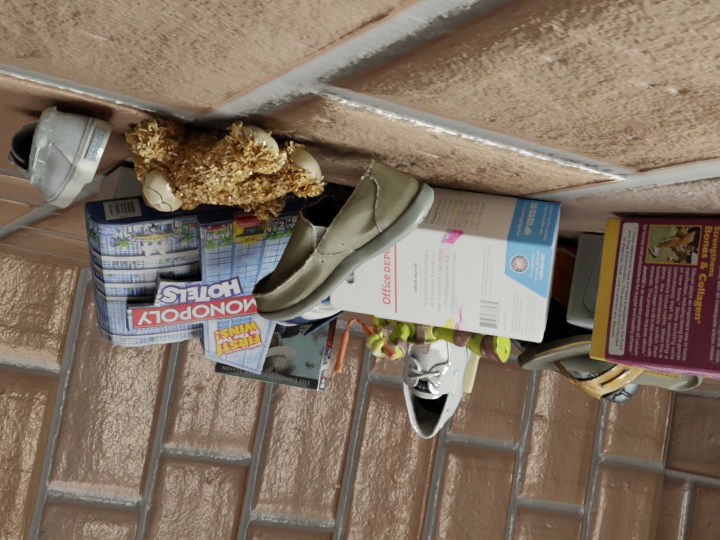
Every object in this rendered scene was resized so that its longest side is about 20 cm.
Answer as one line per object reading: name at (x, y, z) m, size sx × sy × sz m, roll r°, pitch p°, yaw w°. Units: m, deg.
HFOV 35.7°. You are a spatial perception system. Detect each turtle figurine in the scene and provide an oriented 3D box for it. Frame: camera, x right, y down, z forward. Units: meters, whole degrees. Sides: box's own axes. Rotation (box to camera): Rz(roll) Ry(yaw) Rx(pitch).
turtle figurine at (0.068, 0.054, 1.090) m, size 0.161 × 0.064 × 0.200 m, roll 6°, pitch -146°, yaw 25°

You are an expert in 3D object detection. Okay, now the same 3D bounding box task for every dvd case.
dvd case at (-0.091, 0.035, 1.330) m, size 0.146 × 0.200 × 0.022 m, roll 8°, pitch 174°, yaw 26°

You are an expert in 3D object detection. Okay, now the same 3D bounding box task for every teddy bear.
teddy bear at (-0.121, -0.081, 0.932) m, size 0.200 × 0.067 × 0.145 m, roll 6°, pitch 171°, yaw 26°

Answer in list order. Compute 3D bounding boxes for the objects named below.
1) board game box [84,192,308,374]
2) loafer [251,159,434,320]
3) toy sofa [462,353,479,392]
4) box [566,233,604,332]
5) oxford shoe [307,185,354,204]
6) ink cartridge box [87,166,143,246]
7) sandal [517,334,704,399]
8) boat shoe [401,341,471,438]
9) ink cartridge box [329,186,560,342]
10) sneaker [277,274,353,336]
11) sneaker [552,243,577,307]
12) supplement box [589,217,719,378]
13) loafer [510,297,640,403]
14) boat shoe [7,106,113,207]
board game box at (-0.153, 0.019, 1.074) m, size 0.200 × 0.200 × 0.062 m, roll -8°, pitch -140°, yaw -15°
loafer at (-0.027, -0.029, 0.946) m, size 0.200 × 0.075 × 0.070 m, roll -37°, pitch 105°, yaw 29°
toy sofa at (0.124, 0.060, 1.355) m, size 0.097 × 0.083 × 0.200 m, roll 18°, pitch -153°, yaw 17°
box at (0.331, 0.034, 1.139) m, size 0.176 × 0.097 × 0.200 m, roll 5°, pitch 172°, yaw 33°
oxford shoe at (0.034, -0.027, 1.112) m, size 0.200 × 0.085 × 0.073 m, roll 9°, pitch 172°, yaw -4°
ink cartridge box at (-0.191, -0.050, 1.246) m, size 0.200 × 0.083 × 0.147 m, roll 11°, pitch 174°, yaw -21°
sandal at (0.259, 0.107, 1.140) m, size 0.200 × 0.055 × 0.082 m, roll 12°, pitch 154°, yaw -17°
boat shoe at (0.080, 0.110, 1.212) m, size 0.073 × 0.065 × 0.200 m, roll 12°, pitch 139°, yaw 21°
ink cartridge box at (0.074, -0.011, 1.014) m, size 0.200 × 0.068 × 0.115 m, roll 9°, pitch 131°, yaw 12°
sneaker at (0.000, 0.000, 1.213) m, size 0.200 × 0.081 × 0.146 m, roll -25°, pitch -179°, yaw -28°
sneaker at (0.215, 0.012, 1.219) m, size 0.073 × 0.077 × 0.200 m, roll 6°, pitch 172°, yaw 43°
supplement box at (0.311, 0.026, 0.950) m, size 0.200 × 0.131 × 0.103 m, roll 5°, pitch 174°, yaw 44°
loafer at (0.216, 0.077, 1.208) m, size 0.200 × 0.068 × 0.070 m, roll 34°, pitch -177°, yaw -18°
boat shoe at (-0.271, -0.107, 0.987) m, size 0.071 × 0.070 × 0.201 m, roll 24°, pitch 166°, yaw -19°
